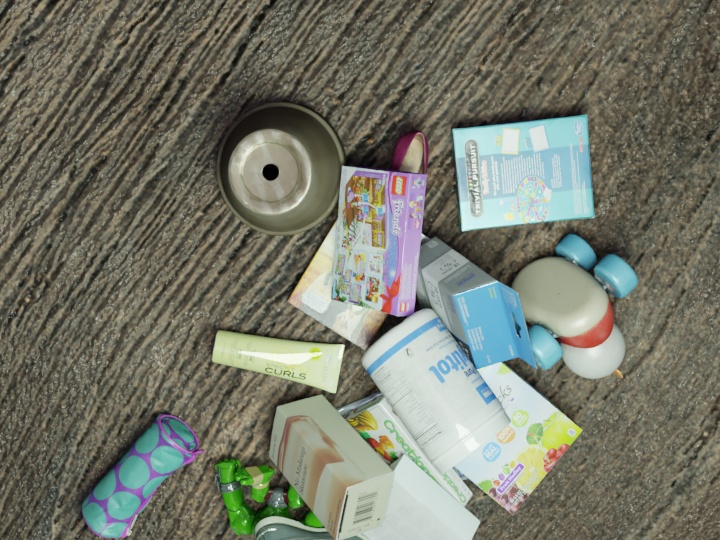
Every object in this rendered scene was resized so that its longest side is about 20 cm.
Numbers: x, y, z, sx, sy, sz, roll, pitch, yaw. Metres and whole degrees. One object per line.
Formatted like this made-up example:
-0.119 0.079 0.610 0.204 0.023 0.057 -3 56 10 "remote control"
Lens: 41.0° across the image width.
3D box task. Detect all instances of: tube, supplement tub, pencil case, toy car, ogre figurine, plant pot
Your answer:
-0.127 0.133 1.483 0.198 0.052 0.058 12 138 -5 "tube"
0.105 0.168 1.362 0.132 0.132 0.201 -38 80 6 "supplement tub"
-0.339 0.321 1.493 0.092 0.085 0.200 42 97 12 "pencil case"
0.323 0.089 1.432 0.184 0.177 0.200 -42 123 -7 "toy car"
-0.129 0.365 1.482 0.198 0.098 0.121 4 109 -6 "ogre figurine"
-0.119 -0.145 1.383 0.198 0.174 0.202 0 97 1 "plant pot"

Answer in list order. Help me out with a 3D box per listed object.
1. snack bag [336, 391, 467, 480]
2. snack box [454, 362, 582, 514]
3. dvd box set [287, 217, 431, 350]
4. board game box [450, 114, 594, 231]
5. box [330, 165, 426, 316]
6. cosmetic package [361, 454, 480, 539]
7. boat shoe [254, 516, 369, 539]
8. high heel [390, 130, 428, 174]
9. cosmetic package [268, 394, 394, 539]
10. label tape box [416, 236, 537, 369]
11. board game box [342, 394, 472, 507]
0.076 0.268 1.507 0.198 0.021 0.190 -24 96 4 "snack bag"
0.204 0.237 1.458 0.200 0.068 0.169 39 93 -2 "snack box"
0.000 0.000 1.469 0.146 0.029 0.201 32 98 -3 "dvd box set"
0.240 -0.146 1.435 0.198 0.047 0.153 -5 97 3 "board game box"
0.024 -0.045 1.387 0.136 0.039 0.202 13 100 43 "box"
0.064 0.377 1.446 0.151 0.052 0.200 40 136 -1 "cosmetic package"
-0.065 0.420 1.430 0.199 0.062 0.073 21 118 -25 "boat shoe"
0.063 -0.100 1.393 0.067 0.096 0.202 2 83 -8 "high heel"
-0.046 0.284 1.410 0.087 0.200 0.104 -9 121 -33 "cosmetic package"
0.153 0.058 1.364 0.063 0.200 0.145 -31 126 -15 "label tape box"
0.062 0.284 1.446 0.200 0.035 0.126 51 136 -3 "board game box"
